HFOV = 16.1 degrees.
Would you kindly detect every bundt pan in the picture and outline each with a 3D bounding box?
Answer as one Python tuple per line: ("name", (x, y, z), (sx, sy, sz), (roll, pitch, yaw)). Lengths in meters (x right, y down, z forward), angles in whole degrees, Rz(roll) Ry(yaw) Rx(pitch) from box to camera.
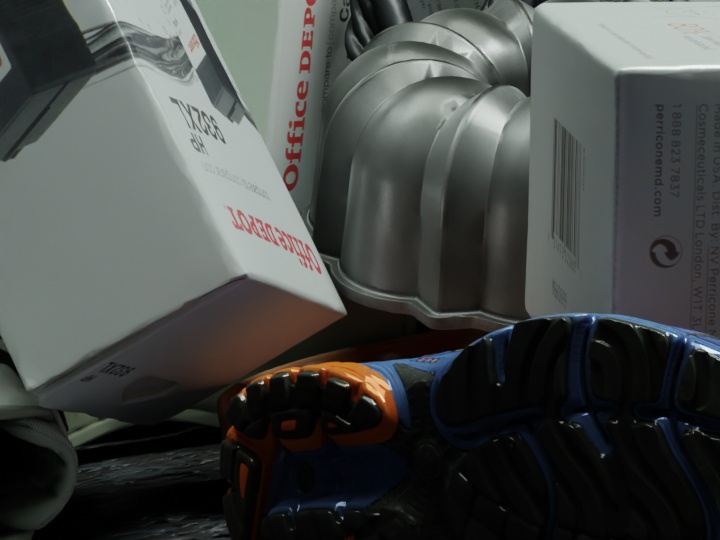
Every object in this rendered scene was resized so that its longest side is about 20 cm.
("bundt pan", (0.074, -0.049, 0.941), (0.200, 0.076, 0.202), (-3, 23, 1))

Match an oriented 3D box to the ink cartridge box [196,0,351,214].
("ink cartridge box", (-0.013, -0.108, 1.310), (0.082, 0.147, 0.199), (14, 14, 35))

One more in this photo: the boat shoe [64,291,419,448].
("boat shoe", (-0.078, 0.030, 1.000), (0.200, 0.072, 0.061), (-11, 10, -4))

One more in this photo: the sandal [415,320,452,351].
("sandal", (0.114, 0.005, 1.018), (0.199, 0.076, 0.048), (-11, 32, -31))

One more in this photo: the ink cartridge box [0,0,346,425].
("ink cartridge box", (-0.095, -0.058, 0.854), (0.083, 0.201, 0.145), (-28, -11, 8))

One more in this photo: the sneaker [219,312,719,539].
("sneaker", (0.051, 0.045, 0.673), (0.078, 0.076, 0.199), (-9, 6, -44))

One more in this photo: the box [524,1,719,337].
("box", (0.160, -0.022, 0.779), (0.199, 0.107, 0.152), (0, 12, -5))

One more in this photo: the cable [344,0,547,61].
("cable", (0.041, -0.123, 1.136), (0.051, 0.164, 0.200), (13, 26, -22))

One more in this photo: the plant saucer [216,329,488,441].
("plant saucer", (0.051, 0.045, 0.876), (0.199, 0.033, 0.200), (-9, 6, 1))

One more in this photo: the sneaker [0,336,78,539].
("sneaker", (-0.126, 0.062, 0.832), (0.088, 0.075, 0.200), (8, 12, 14))

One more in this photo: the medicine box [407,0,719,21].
("medicine box", (0.145, -0.163, 1.227), (0.181, 0.104, 0.200), (-15, 5, -35))
